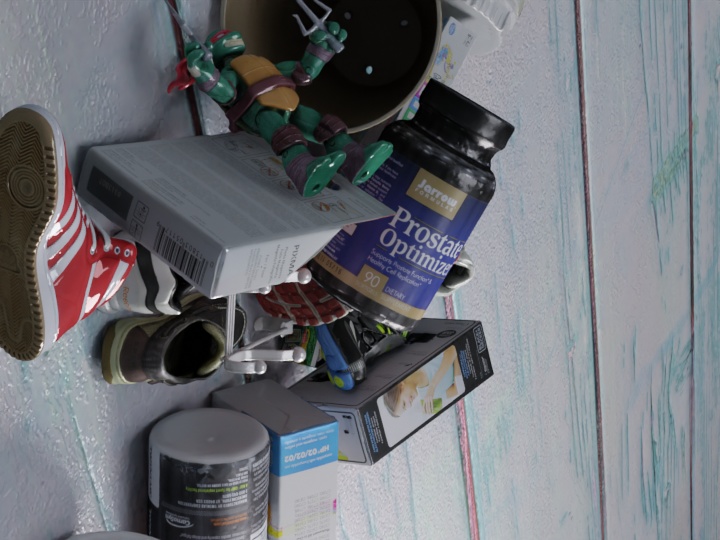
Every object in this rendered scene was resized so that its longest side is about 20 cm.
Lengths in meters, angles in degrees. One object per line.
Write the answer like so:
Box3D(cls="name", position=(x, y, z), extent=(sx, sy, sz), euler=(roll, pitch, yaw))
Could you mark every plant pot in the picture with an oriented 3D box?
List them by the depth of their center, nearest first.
Box3D(cls="plant pot", position=(-0.006, -0.209, 1.705), extent=(0.200, 0.186, 0.188), euler=(-11, 113, -78))

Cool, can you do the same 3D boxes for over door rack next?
Box3D(cls="over door rack", position=(-0.071, -0.002, 1.670), extent=(0.200, 0.066, 0.149), euler=(-53, 147, -79))

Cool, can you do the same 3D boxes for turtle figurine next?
Box3D(cls="turtle figurine", position=(-0.071, -0.149, 1.571), extent=(0.149, 0.200, 0.101), euler=(-28, 159, -34))

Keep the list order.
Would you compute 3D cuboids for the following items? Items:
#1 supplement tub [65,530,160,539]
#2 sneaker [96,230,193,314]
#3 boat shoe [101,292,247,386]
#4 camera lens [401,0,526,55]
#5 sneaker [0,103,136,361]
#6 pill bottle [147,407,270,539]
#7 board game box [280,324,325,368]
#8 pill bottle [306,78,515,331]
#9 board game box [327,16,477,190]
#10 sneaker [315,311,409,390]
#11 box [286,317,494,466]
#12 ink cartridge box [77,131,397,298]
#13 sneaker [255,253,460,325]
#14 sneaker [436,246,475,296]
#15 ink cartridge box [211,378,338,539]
Box3D(cls="supplement tub", position=(-0.203, 0.324, 1.596), extent=(0.122, 0.122, 0.201), euler=(-16, 118, -62))
Box3D(cls="sneaker", position=(-0.139, -0.030, 1.604), extent=(0.200, 0.080, 0.074), euler=(-58, 148, -38))
Box3D(cls="boat shoe", position=(-0.143, 0.064, 1.656), extent=(0.201, 0.066, 0.072), euler=(-13, 113, -63))
Box3D(cls="camera lens", position=(0.098, -0.326, 1.858), extent=(0.201, 0.159, 0.160), euler=(-69, 155, -14))
Box3D(cls="sneaker", position=(-0.218, -0.042, 1.433), extent=(0.112, 0.071, 0.201), euler=(-36, 142, -49))
Box3D(cls="pill bottle", position=(-0.134, 0.231, 1.714), extent=(0.106, 0.106, 0.201), euler=(-33, 132, -56))
Box3D(cls="board game box", position=(-0.027, -0.003, 1.925), extent=(0.105, 0.023, 0.201), euler=(18, 86, -63))
Box3D(cls="pill bottle", position=(0.047, -0.058, 1.686), extent=(0.201, 0.112, 0.112), euler=(-60, 157, 8))
Box3D(cls="board game box", position=(0.023, -0.134, 1.826), extent=(0.034, 0.134, 0.201), euler=(33, 73, -19))
Box3D(cls="sneaker", position=(0.006, 0.049, 1.846), extent=(0.200, 0.082, 0.071), euler=(-63, 141, -67))
Box3D(cls="box", position=(0.021, 0.112, 1.864), extent=(0.200, 0.116, 0.060), euler=(-32, 114, -45))
Box3D(cls="ink cartridge box", position=(-0.095, -0.050, 1.533), extent=(0.200, 0.162, 0.057), euler=(-7, 125, -50))
Box3D(cls="sneaker", position=(0.000, 0.000, 1.794), extent=(0.082, 0.199, 0.078), euler=(-15, 92, -83))
Box3D(cls="sneaker", position=(0.083, -0.014, 2.059), extent=(0.200, 0.099, 0.078), euler=(-44, 140, -50))
Box3D(cls="ink cartridge box", position=(-0.080, 0.214, 1.786), extent=(0.068, 0.115, 0.201), euler=(-13, 115, -34))
